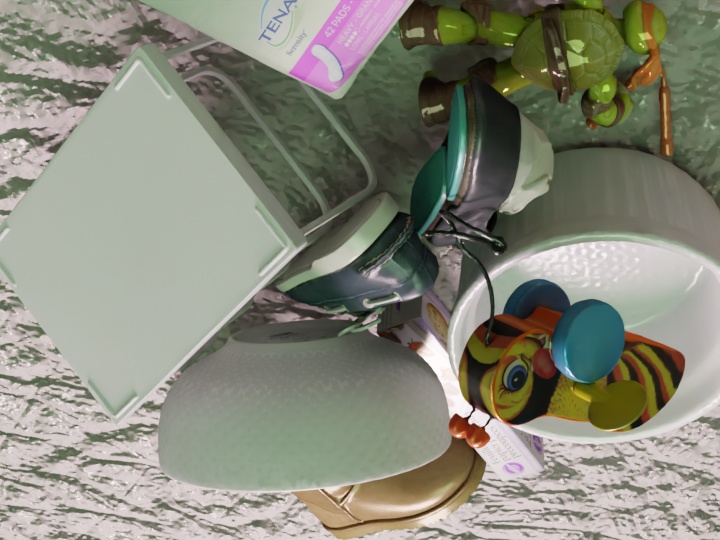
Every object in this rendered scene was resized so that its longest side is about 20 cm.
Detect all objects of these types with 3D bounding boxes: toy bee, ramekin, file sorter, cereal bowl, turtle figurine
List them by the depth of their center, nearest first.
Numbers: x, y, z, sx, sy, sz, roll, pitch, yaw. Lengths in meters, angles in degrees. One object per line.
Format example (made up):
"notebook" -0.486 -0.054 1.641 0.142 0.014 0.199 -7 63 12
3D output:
"turtle figurine" 0.110 -0.122 0.795 0.159 0.065 0.201 -8 138 16
"toy bee" 0.097 0.057 0.807 0.198 0.131 0.110 28 89 -13
"file sorter" -0.106 -0.034 0.840 0.139 0.124 0.200 50 127 3
"ramekin" 0.156 0.015 0.909 0.197 0.099 0.202 2 135 2
"cereal bowl" -0.039 0.082 0.919 0.197 0.200 0.085 -4 97 9

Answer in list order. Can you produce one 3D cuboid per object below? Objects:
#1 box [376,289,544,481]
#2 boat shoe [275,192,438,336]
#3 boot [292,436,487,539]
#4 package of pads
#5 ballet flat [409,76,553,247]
"box" 0.078 0.085 1.030 0.038 0.042 0.200 -20 130 25
"boat shoe" 0.000 0.000 0.872 0.062 0.075 0.200 45 160 -6
"boot" -0.024 0.131 1.069 0.174 0.067 0.200 -27 126 28
"package of pads" -0.029 -0.200 0.727 0.153 0.069 0.200 24 132 -19
"ballet flat" 0.073 -0.059 0.784 0.072 0.074 0.200 8 167 -3
